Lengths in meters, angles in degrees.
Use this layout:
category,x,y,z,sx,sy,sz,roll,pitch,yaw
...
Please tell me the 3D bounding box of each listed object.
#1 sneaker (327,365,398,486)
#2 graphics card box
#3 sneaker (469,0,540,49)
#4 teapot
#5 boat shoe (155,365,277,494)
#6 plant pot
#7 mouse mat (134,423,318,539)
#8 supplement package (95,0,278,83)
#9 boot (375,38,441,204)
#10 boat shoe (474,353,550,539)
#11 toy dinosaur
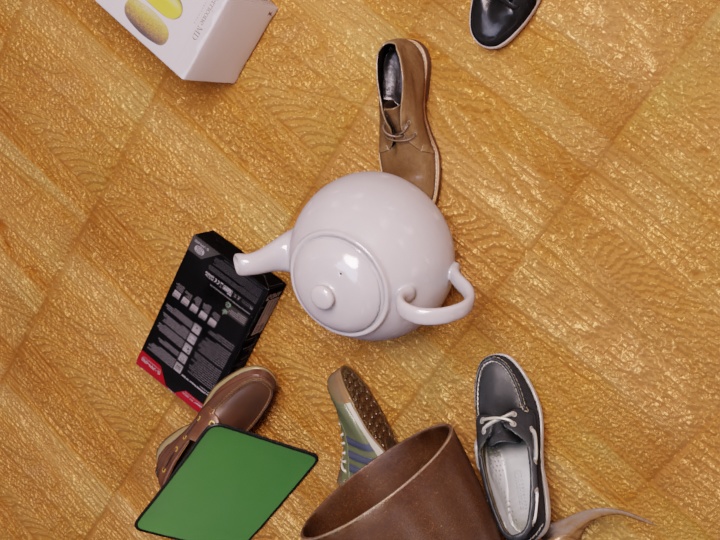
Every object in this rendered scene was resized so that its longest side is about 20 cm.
category,x,y,z,sx,sy,sz,roll,pitch,yaw
sneaker,0.000,0.218,1.052,0.090,0.067,0.201,-35,85,20
graphics card box,-0.190,0.067,1.131,0.125,0.051,0.201,34,112,17
sneaker,0.149,-0.316,0.877,0.073,0.112,0.201,34,110,18
teapot,0.000,0.000,0.956,0.198,0.146,0.200,51,129,-1
boat shoe,-0.174,0.199,1.100,0.072,0.068,0.200,40,105,-23
plant pot,0.072,0.291,0.903,0.186,0.187,0.201,-35,90,25
mouse mat,-0.165,0.272,1.111,0.200,0.160,0.008,-51,34,23
supplement package,-0.216,-0.324,1.051,0.200,0.109,0.114,42,113,14
boot,0.042,-0.148,0.976,0.073,0.075,0.202,-2,99,22
boat shoe,0.157,0.183,0.952,0.075,0.060,0.202,-21,70,21
toy dinosaur,0.214,0.285,0.977,0.106,0.060,0.201,34,121,4
